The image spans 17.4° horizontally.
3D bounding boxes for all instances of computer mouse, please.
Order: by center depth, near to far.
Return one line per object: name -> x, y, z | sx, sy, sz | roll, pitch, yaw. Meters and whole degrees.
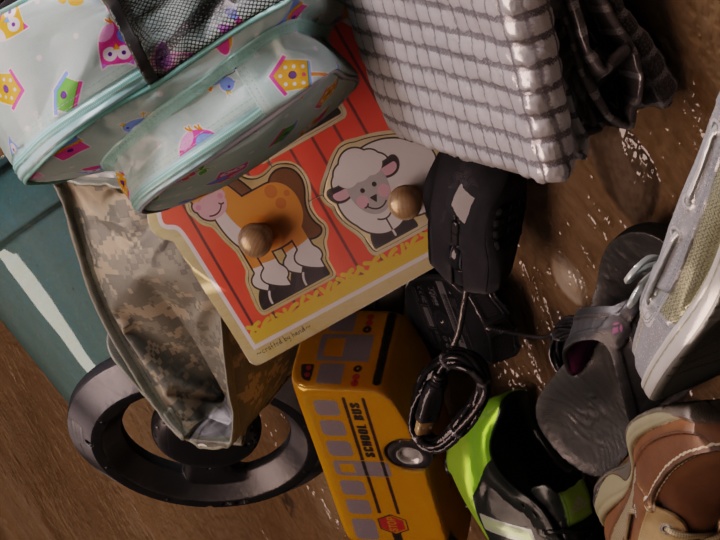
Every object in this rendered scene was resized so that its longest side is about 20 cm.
computer mouse -> 0.051, 0.015, 1.289 | 0.058, 0.034, 0.201 | 21, 118, 25
computer mouse -> 0.092, 0.028, 1.330 | 0.200, 0.034, 0.059 | 14, 129, 55

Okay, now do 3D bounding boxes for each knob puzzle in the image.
knob puzzle -> -0.041, -0.068, 1.325 | 0.220, 0.219, 0.030 | 67, -162, -8

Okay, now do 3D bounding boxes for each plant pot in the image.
plant pot -> -0.196, -0.004, 1.747 | 0.196, 0.200, 0.200 | 56, 159, -3

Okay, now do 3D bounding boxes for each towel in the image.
towel -> 0.059, -0.144, 1.136 | 0.200, 0.085, 0.166 | 22, 132, 62

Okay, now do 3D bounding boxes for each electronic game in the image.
electronic game -> -0.110, 0.110, 1.681 | 0.200, 0.199, 0.042 | 95, 176, -53

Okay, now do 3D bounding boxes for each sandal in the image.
sandal -> 0.133, 0.053, 1.210 | 0.075, 0.048, 0.201 | 40, 146, 17

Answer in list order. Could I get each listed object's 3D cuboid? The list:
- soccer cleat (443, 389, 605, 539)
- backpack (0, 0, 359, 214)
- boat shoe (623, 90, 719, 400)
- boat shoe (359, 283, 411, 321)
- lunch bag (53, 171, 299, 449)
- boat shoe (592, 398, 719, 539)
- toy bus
soccer cleat -> 0.117, 0.164, 1.376 | 0.200, 0.067, 0.081 | 59, 146, 13
backpack -> -0.104, -0.113, 1.226 | 0.176, 0.199, 0.154 | -32, -82, -82
boat shoe -> 0.165, -0.014, 1.056 | 0.065, 0.074, 0.202 | 59, 155, 28
boat shoe -> 0.001, 0.002, 1.440 | 0.072, 0.060, 0.202 | -108, 11, -46
lunch bag -> -0.088, -0.006, 1.485 | 0.117, 0.164, 0.201 | -1, 118, 31
boat shoe -> 0.167, 0.119, 1.171 | 0.200, 0.075, 0.074 | 99, 167, -68
toy bus -> 0.019, 0.112, 1.456 | 0.200, 0.078, 0.065 | 73, -157, -47
